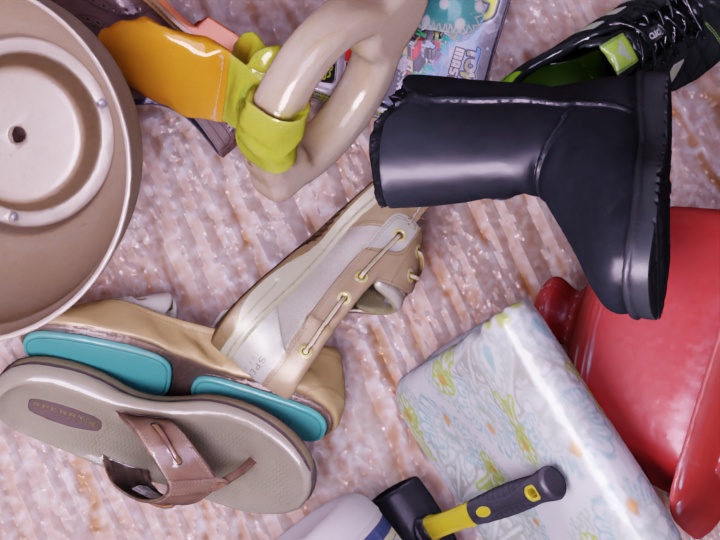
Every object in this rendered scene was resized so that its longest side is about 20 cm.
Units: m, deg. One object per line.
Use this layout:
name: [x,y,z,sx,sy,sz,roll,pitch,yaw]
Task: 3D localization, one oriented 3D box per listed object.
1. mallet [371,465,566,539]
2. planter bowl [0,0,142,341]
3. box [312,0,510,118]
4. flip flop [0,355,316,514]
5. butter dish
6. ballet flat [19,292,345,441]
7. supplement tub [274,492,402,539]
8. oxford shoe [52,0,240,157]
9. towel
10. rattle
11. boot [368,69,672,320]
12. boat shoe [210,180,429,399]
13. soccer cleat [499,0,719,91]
mallet: [0.068,0.148,1.190,0.041,0.200,0.066,-29,95,-28]
planter bowl: [-0.210,-0.070,1.188,0.198,0.135,0.202,2,100,9]
box: [0.043,-0.190,1.288,0.109,0.035,0.202,17,84,-5]
flip flop: [-0.124,0.106,1.220,0.198,0.082,0.058,18,40,-2]
butter dish: [0.172,0.041,1.229,0.147,0.199,0.202,16,82,18]
ballet flat: [-0.104,0.049,1.250,0.198,0.069,0.063,18,56,-7]
supplement tub: [0.005,0.246,1.197,0.145,0.145,0.200,-39,90,-7]
oxford shoe: [-0.146,-0.141,1.247,0.199,0.071,0.073,30,87,-4]
towel: [0.098,0.113,1.193,0.048,0.200,0.172,-34,88,-20]
rattle: [-0.029,-0.149,1.224,0.142,0.130,0.200,28,72,34]
boot: [0.087,-0.043,1.148,0.166,0.201,0.077,-2,128,11]
boat shoe: [0.000,0.000,1.236,0.066,0.074,0.200,46,68,4]
soccer cleat: [0.166,-0.132,1.273,0.199,0.081,0.068,-31,90,-7]
